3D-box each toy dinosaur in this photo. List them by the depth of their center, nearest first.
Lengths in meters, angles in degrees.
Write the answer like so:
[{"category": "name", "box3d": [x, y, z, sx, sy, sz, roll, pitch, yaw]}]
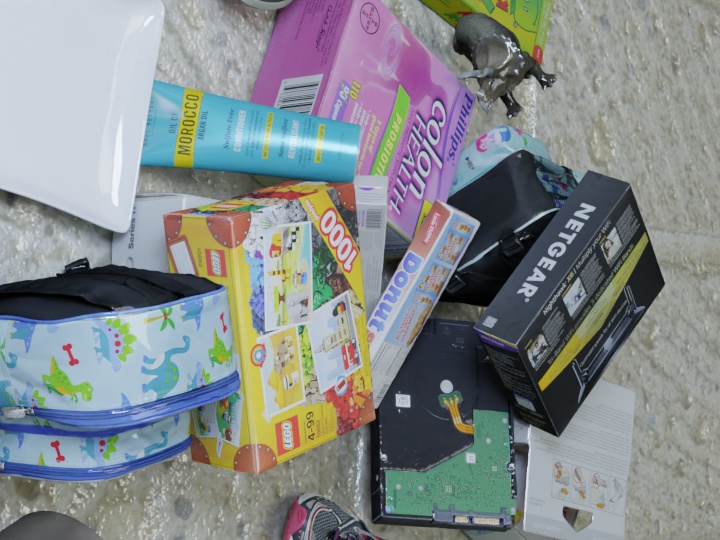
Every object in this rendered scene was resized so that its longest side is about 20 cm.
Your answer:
[{"category": "toy dinosaur", "box3d": [0.132, -0.218, 1.621, 0.102, 0.077, 0.201, 50, 14, -35]}]

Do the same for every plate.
[{"category": "plate", "box3d": [-0.244, -0.148, 1.267, 0.199, 0.032, 0.201, 21, 73, -48]}]

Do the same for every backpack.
[{"category": "backpack", "box3d": [-0.190, 0.072, 1.192, 0.182, 0.199, 0.148, -16, 100, -50]}, {"category": "backpack", "box3d": [0.150, -0.043, 1.629, 0.199, 0.177, 0.151, 17, 45, -49]}]

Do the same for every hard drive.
[{"category": "hard drive", "box3d": [0.078, 0.145, 1.561, 0.139, 0.038, 0.202, 5, 67, -16]}]

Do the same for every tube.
[{"category": "tube", "box3d": [-0.100, -0.111, 1.357, 0.050, 0.198, 0.078, 113, -15, -73]}]

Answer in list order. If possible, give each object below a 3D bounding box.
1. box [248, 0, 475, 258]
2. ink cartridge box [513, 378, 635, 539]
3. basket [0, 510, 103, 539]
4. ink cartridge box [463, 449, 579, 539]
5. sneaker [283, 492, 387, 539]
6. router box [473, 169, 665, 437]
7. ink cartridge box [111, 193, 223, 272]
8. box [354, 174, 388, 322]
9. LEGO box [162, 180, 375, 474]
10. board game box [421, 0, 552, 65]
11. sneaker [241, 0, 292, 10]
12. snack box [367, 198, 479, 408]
[{"category": "box", "box3d": [-0.002, -0.133, 1.511, 0.200, 0.096, 0.177, 40, 59, -43]}, {"category": "ink cartridge box", "box3d": [0.210, 0.189, 1.665, 0.199, 0.043, 0.175, 21, 71, -48]}, {"category": "basket", "box3d": [-0.262, 0.267, 1.141, 0.200, 0.179, 0.137, -44, 137, -55]}, {"category": "ink cartridge box", "box3d": [0.145, 0.199, 1.685, 0.200, 0.082, 0.147, 46, 54, -39]}, {"category": "sneaker", "box3d": [0.001, 0.267, 1.514, 0.200, 0.074, 0.081, 42, 58, -40]}, {"category": "router box", "box3d": [0.201, 0.032, 1.542, 0.200, 0.052, 0.158, -52, 140, -20]}, {"category": "ink cartridge box", "box3d": [-0.112, 0.019, 1.380, 0.199, 0.083, 0.148, 8, 83, -50]}, {"category": "box", "box3d": [0.000, 0.000, 1.471, 0.039, 0.041, 0.201, -87, 180, -46]}, {"category": "LEGO box", "box3d": [-0.070, 0.039, 1.301, 0.148, 0.077, 0.202, -20, 109, -47]}, {"category": "board game box", "box3d": [0.127, -0.300, 1.714, 0.200, 0.047, 0.102, 30, 66, -46]}, {"category": "sneaker", "box3d": [-0.046, -0.306, 1.444, 0.075, 0.106, 0.200, 45, 40, 1]}, {"category": "snack box", "box3d": [0.042, 0.033, 1.493, 0.201, 0.024, 0.072, -61, 154, 5]}]
